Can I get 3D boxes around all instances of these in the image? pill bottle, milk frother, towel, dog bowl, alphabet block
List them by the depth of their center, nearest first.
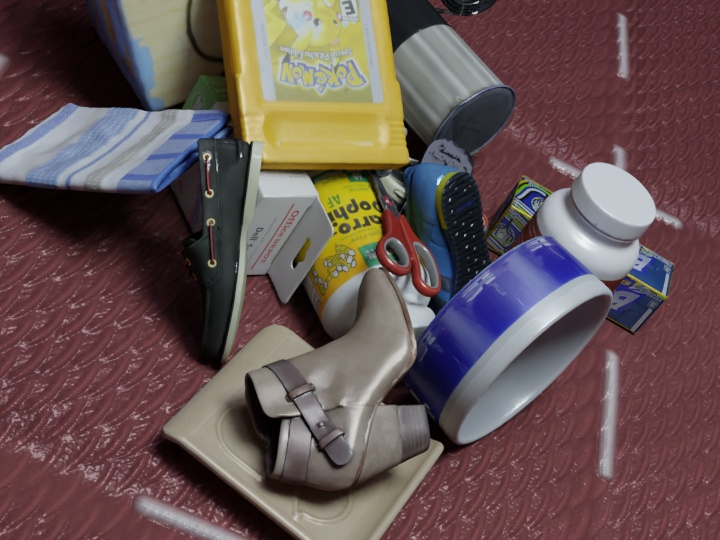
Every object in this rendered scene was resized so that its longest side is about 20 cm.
[{"bbox_3d":[-0.232,-0.114,1.323,0.199,0.024,0.147,6,33,27],"label":"towel"},{"bbox_3d":[0.135,0.065,1.335,0.200,0.200,0.079,-22,61,-45],"label":"dog bowl"},{"bbox_3d":[0.000,0.000,1.378,0.112,0.113,0.200,-2,51,-35],"label":"pill bottle"},{"bbox_3d":[-0.170,-0.307,1.438,0.199,0.196,0.197,-24,47,-13],"label":"alphabet block"},{"bbox_3d":[0.209,-0.010,1.459,0.112,0.200,0.112,18,42,-17],"label":"pill bottle"},{"bbox_3d":[0.115,-0.254,1.630,0.188,0.200,0.180,51,25,24],"label":"milk frother"}]

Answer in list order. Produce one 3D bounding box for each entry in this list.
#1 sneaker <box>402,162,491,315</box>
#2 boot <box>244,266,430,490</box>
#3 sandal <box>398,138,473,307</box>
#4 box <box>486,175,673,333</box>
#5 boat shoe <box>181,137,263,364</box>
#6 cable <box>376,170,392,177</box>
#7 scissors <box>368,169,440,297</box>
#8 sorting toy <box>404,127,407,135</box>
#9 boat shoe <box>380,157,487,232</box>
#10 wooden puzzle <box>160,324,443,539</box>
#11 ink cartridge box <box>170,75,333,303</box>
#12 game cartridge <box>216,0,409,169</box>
[{"bbox_3d":[0.081,-0.011,1.425,0.078,0.201,0.066,13,30,43],"label":"sneaker"},{"bbox_3d":[-0.026,0.089,1.220,0.146,0.070,0.201,-3,58,-19],"label":"boot"},{"bbox_3d":[0.070,-0.050,1.481,0.076,0.043,0.201,19,67,-15],"label":"sandal"},{"bbox_3d":[0.241,-0.017,1.591,0.200,0.070,0.064,30,42,-4],"label":"box"},{"bbox_3d":[-0.127,-0.018,1.277,0.063,0.202,0.074,5,11,-7],"label":"boat shoe"},{"bbox_3d":[-0.037,-0.139,1.430,0.200,0.050,0.097,9,61,-42],"label":"cable"},{"bbox_3d":[0.033,-0.052,1.361,0.073,0.014,0.200,24,33,-29],"label":"scissors"},{"bbox_3d":[-0.035,-0.204,1.582,0.180,0.107,0.200,19,24,-41],"label":"sorting toy"},{"bbox_3d":[0.054,-0.089,1.546,0.200,0.063,0.071,28,38,-9],"label":"boat shoe"},{"bbox_3d":[-0.050,0.154,1.247,0.200,0.046,0.185,34,39,8],"label":"wooden puzzle"},{"bbox_3d":[-0.113,-0.076,1.375,0.067,0.117,0.200,-2,50,-39],"label":"ink cartridge box"},{"bbox_3d":[-0.044,-0.194,1.352,0.176,0.032,0.201,-3,78,-31],"label":"game cartridge"}]
